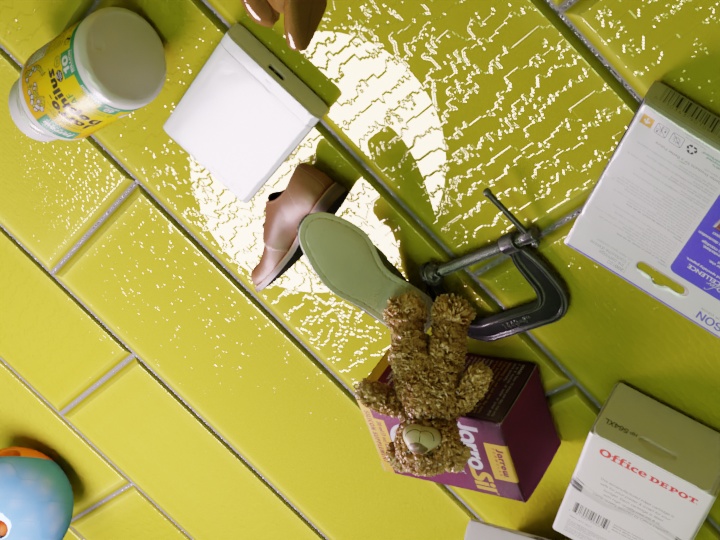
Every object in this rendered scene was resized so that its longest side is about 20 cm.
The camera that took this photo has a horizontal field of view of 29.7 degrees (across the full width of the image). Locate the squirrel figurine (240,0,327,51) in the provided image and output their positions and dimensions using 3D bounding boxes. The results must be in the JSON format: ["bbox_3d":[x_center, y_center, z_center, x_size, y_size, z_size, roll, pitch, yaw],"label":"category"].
[{"bbox_3d":[-0.097,-0.317,1.200,0.186,0.142,0.201,27,154,30],"label":"squirrel figurine"}]

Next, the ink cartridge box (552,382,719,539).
[{"bbox_3d":[0.309,0.237,1.488,0.145,0.084,0.201,27,141,15],"label":"ink cartridge box"}]

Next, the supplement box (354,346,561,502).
[{"bbox_3d":[0.113,0.173,1.572,0.199,0.103,0.132,6,131,35],"label":"supplement box"}]

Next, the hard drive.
[{"bbox_3d":[-0.130,-0.167,1.485,0.132,0.027,0.200,42,144,-4],"label":"hard drive"}]

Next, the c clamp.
[{"bbox_3d":[0.134,0.003,1.445,0.171,0.027,0.200,43,142,-14],"label":"c clamp"}]

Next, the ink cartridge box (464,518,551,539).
[{"bbox_3d":[0.236,0.372,1.644,0.199,0.087,0.146,8,168,33],"label":"ink cartridge box"}]

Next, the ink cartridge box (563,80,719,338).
[{"bbox_3d":[0.306,-0.046,1.229,0.197,0.043,0.201,33,141,8],"label":"ink cartridge box"}]

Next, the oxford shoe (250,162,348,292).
[{"bbox_3d":[-0.084,-0.050,1.540,0.071,0.071,0.200,40,133,5],"label":"oxford shoe"}]

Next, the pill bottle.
[{"bbox_3d":[-0.313,-0.211,1.522,0.199,0.113,0.113,-16,118,48],"label":"pill bottle"}]

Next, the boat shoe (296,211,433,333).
[{"bbox_3d":[-0.002,0.002,1.489,0.201,0.072,0.060,40,176,-29],"label":"boat shoe"}]

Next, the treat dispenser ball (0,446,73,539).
[{"bbox_3d":[-0.593,0.405,2.329,0.200,0.201,0.202,23,141,20],"label":"treat dispenser ball"}]

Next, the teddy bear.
[{"bbox_3d":[0.071,0.120,1.455,0.144,0.201,0.067,20,175,-4],"label":"teddy bear"}]
